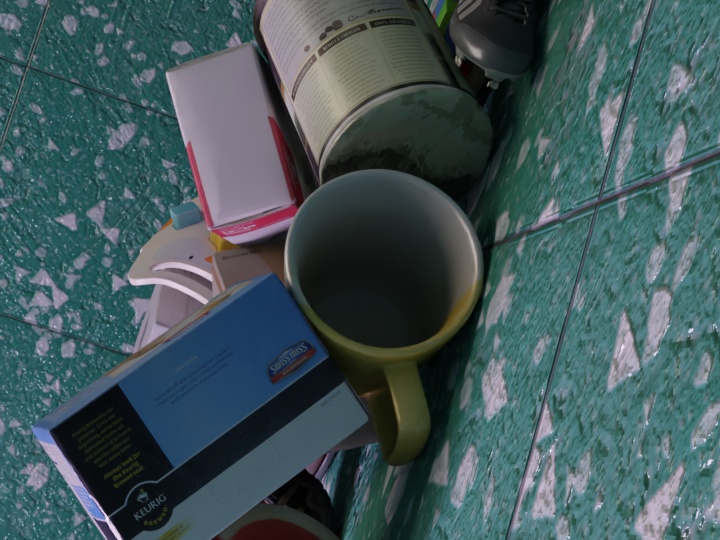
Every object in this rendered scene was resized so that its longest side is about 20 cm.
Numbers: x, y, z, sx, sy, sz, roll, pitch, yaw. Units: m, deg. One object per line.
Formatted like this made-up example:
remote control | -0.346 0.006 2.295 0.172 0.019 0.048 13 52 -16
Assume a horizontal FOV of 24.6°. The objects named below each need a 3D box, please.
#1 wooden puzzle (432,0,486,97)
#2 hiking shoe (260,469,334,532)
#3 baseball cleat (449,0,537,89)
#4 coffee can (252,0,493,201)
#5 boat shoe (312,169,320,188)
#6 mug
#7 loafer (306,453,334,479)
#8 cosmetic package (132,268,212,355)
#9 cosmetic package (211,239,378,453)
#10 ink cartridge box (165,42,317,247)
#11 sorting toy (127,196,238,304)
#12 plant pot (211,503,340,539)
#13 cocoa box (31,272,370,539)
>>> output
wooden puzzle | 0.068 -0.164 1.480 0.186 0.046 0.201 -87 15 -56
hiking shoe | -0.088 0.203 1.470 0.201 0.100 0.076 -114 31 -45
baseball cleat | 0.113 -0.226 1.304 0.201 0.069 0.107 -91 22 -60
coffee can | 0.007 -0.155 1.349 0.147 0.145 0.201 -64 36 38
boat shoe | 0.000 -0.077 1.511 0.200 0.065 0.074 55 -137 -73
mug | 0.001 0.040 1.262 0.153 0.148 0.188 110 180 -63
loafer | -0.041 0.126 1.550 0.072 0.062 0.201 -83 15 -48
cosmetic package | -0.129 0.094 1.699 0.200 0.198 0.124 -99 29 -69
cosmetic package | -0.056 0.064 1.415 0.201 0.104 0.072 -118 23 -46
ink cartridge box | -0.095 -0.101 1.462 0.200 0.085 0.149 48 -155 -80
sorting toy | -0.137 0.000 1.617 0.180 0.198 0.108 -47 -20 -60
plant pot | -0.091 0.282 1.230 0.178 0.199 0.201 -53 19 35
cocoa box | -0.120 0.111 1.205 0.199 0.132 0.133 -35 6 -16
